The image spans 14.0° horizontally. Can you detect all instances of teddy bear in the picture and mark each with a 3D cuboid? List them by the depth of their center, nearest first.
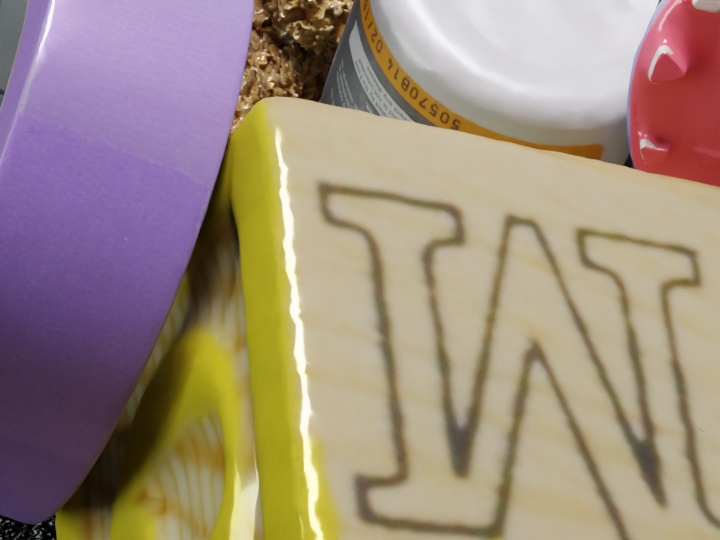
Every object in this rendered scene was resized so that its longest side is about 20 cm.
[{"bbox_3d":[-0.033,-0.070,1.091,0.200,0.066,0.146,-57,-9,-57],"label":"teddy bear"}]

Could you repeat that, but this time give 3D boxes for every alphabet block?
[{"bbox_3d":[0.030,0.090,0.904,0.196,0.199,0.197,127,145,-46],"label":"alphabet block"}]

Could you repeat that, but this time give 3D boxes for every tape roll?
[{"bbox_3d":[-0.102,-0.024,0.941,0.200,0.065,0.201,-159,90,-75],"label":"tape roll"}]

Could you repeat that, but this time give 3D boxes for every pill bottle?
[{"bbox_3d":[0.038,-0.040,1.038,0.200,0.116,0.117,113,156,-52],"label":"pill bottle"}]

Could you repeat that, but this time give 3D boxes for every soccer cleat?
[{"bbox_3d":[0.127,-0.112,0.912,0.077,0.066,0.201,-77,-4,-60],"label":"soccer cleat"}]
